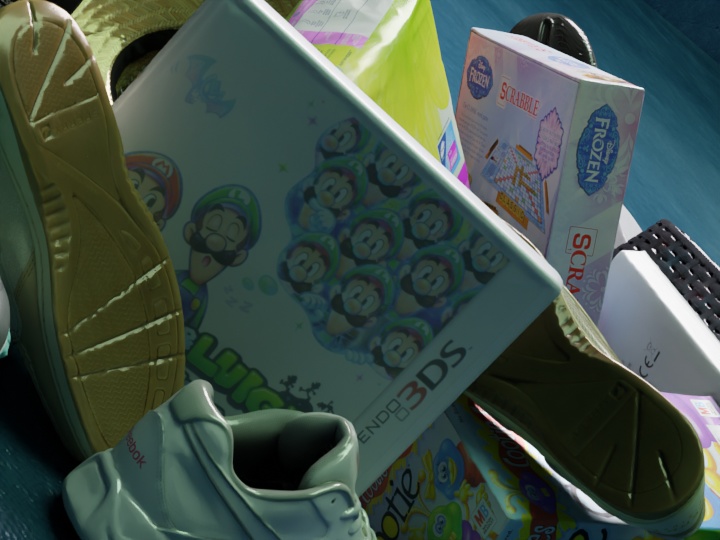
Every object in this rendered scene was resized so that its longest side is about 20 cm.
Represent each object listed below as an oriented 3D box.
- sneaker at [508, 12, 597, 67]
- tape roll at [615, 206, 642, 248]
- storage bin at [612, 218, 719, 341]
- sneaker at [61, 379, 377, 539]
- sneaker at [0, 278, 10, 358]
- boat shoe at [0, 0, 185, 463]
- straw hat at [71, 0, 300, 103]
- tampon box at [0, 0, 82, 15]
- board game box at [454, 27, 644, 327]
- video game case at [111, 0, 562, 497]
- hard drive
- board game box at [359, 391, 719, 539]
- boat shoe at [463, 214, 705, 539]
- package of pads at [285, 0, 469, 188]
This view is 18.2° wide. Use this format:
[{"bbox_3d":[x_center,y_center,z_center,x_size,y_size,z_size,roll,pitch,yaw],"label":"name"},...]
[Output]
[{"bbox_3d":[0.116,-0.058,1.447,0.115,0.075,0.202,51,40,-82],"label":"sneaker"},{"bbox_3d":[0.198,0.055,1.572,0.201,0.066,0.201,59,12,-20],"label":"tape roll"},{"bbox_3d":[0.203,0.083,1.320,0.200,0.093,0.136,50,-14,43],"label":"storage bin"},{"bbox_3d":[-0.022,0.110,0.929,0.199,0.099,0.078,31,21,-40],"label":"sneaker"},{"bbox_3d":[-0.188,-0.040,0.876,0.077,0.092,0.200,-11,42,-26],"label":"sneaker"},{"bbox_3d":[-0.131,-0.011,0.945,0.073,0.069,0.202,-18,97,-47],"label":"boat shoe"},{"bbox_3d":[-0.094,-0.087,1.252,0.201,0.200,0.085,52,-22,25],"label":"straw hat"},{"bbox_3d":[-0.183,-0.201,1.119,0.126,0.200,0.150,37,16,-23],"label":"tampon box"},{"bbox_3d":[0.092,-0.026,1.289,0.041,0.201,0.200,7,13,-17],"label":"board game box"},{"bbox_3d":[-0.043,0.003,0.989,0.200,0.182,0.024,42,15,-9],"label":"video game case"},{"bbox_3d":[0.169,0.103,1.207,0.026,0.133,0.200,2,37,-34],"label":"hard drive"},{"bbox_3d":[0.101,0.125,1.098,0.199,0.105,0.103,8,36,-37],"label":"board game box"},{"bbox_3d":[0.083,0.045,1.036,0.201,0.073,0.063,42,-8,27],"label":"boat shoe"},{"bbox_3d":[-0.010,-0.043,1.103,0.200,0.068,0.155,-59,143,-50],"label":"package of pads"}]
